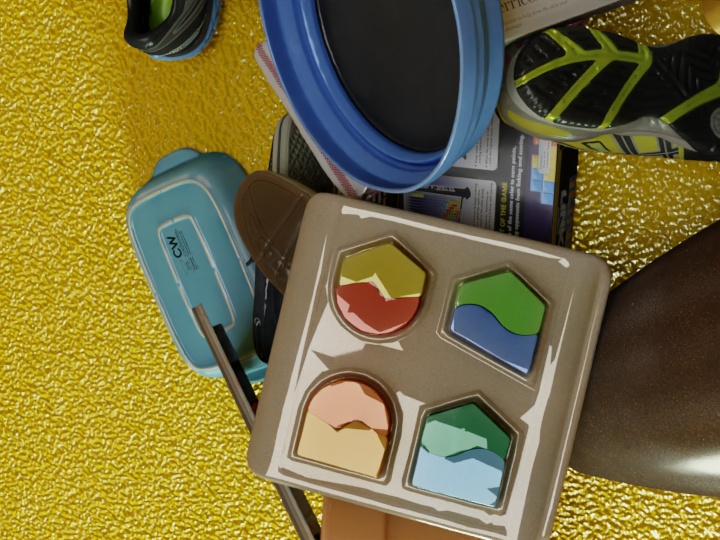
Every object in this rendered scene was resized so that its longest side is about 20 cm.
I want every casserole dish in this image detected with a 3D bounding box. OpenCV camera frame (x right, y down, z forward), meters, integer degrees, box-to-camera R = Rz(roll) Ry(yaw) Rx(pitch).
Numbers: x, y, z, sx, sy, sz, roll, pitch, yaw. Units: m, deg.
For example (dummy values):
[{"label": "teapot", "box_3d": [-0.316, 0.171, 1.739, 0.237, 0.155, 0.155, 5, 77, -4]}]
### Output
[{"label": "casserole dish", "box_3d": [-0.122, 0.001, 0.907, 0.121, 0.039, 0.201, -20, 93, 28]}]

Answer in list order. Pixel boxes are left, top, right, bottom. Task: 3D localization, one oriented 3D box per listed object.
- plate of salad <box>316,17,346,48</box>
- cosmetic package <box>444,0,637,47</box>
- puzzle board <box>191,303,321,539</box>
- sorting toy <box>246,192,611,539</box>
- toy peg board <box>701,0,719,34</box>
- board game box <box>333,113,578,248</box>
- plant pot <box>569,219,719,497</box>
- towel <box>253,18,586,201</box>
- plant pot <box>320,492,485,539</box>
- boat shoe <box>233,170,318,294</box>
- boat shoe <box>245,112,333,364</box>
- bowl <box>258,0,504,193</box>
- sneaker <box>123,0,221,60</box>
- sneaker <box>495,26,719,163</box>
[{"label": "plate of salad", "box_3d": [0.034, -0.234, 0.725, 0.199, 0.048, 0.201, -7, 72, 23]}, {"label": "cosmetic package", "box_3d": [0.134, -0.193, 0.662, 0.199, 0.051, 0.083, -22, 93, -12]}, {"label": "puzzle board", "box_3d": [-0.063, 0.135, 0.821, 0.017, 0.151, 0.200, -25, 60, -7]}, {"label": "sorting toy", "box_3d": [0.037, 0.060, 0.697, 0.199, 0.036, 0.186, 13, 89, 13]}, {"label": "toy peg board", "box_3d": [0.247, -0.143, 0.613, 0.098, 0.200, 0.200, -30, 90, 43]}, {"label": "board game box", "box_3d": [0.065, -0.045, 0.796, 0.165, 0.057, 0.201, 10, 107, 25]}, {"label": "plant pot", "box_3d": [0.213, 0.062, 0.700, 0.200, 0.187, 0.187, -22, 93, 42]}, {"label": "towel", "box_3d": [0.033, -0.155, 0.745, 0.200, 0.030, 0.147, -38, 66, 11]}, {"label": "plant pot", "box_3d": [0.056, 0.189, 0.797, 0.139, 0.200, 0.201, 1, 104, 7]}, {"label": "boat shoe", "box_3d": [0.000, 0.000, 0.771, 0.200, 0.064, 0.071, 39, 117, 13]}, {"label": "boat shoe", "box_3d": [-0.053, -0.018, 0.844, 0.062, 0.074, 0.201, 2, 96, 36]}, {"label": "bowl", "box_3d": [0.008, -0.145, 0.654, 0.200, 0.039, 0.201, 38, 140, 42]}, {"label": "sneaker", "box_3d": [-0.139, -0.253, 0.822, 0.071, 0.083, 0.200, 15, 108, 26]}, {"label": "sneaker", "box_3d": [0.176, -0.105, 0.693, 0.199, 0.076, 0.076, 10, 83, -15]}]
